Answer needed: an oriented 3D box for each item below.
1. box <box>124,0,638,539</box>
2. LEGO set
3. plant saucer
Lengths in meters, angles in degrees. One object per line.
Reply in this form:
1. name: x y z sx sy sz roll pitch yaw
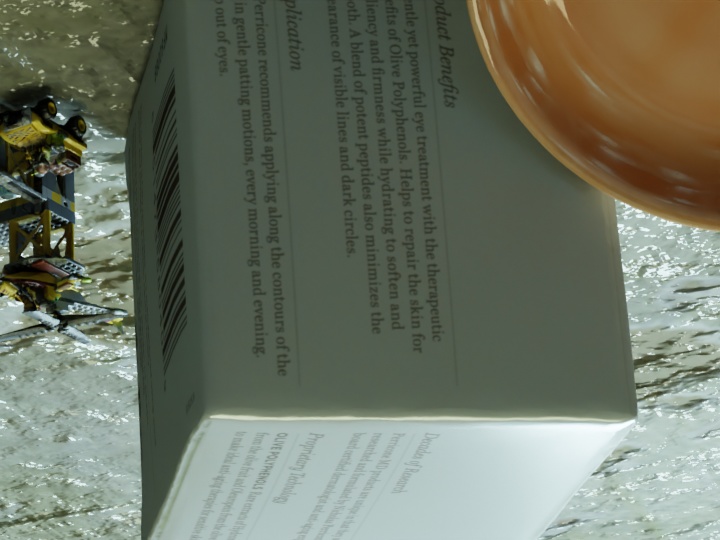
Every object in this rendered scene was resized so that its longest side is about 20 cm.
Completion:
1. box: 0.000 0.000 1.188 0.171 0.199 0.200 0 158 -11
2. LEGO set: -0.210 0.004 1.256 0.200 0.116 0.154 -13 156 19
3. plant saucer: 0.136 -0.106 1.058 0.200 0.037 0.200 11 126 15
